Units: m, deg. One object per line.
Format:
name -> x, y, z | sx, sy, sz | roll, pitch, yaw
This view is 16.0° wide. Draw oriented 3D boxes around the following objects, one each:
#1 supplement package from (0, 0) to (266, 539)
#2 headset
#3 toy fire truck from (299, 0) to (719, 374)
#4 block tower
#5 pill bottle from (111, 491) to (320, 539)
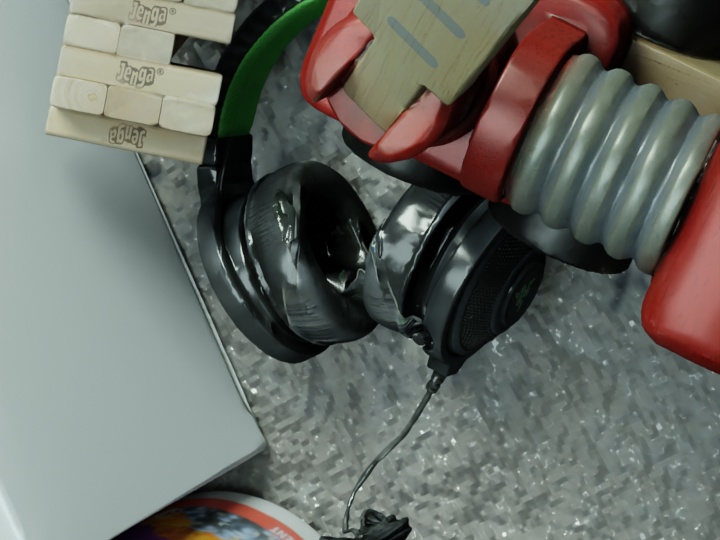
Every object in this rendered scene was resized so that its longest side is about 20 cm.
supplement package -> -0.147, 0.008, 0.880 | 0.111, 0.156, 0.200 | -23, 92, 29
headset -> 0.000, 0.000, 0.840 | 0.123, 0.094, 0.200 | 0, 97, 27
toy fire truck -> 0.065, -0.043, 0.654 | 0.176, 0.200, 0.129 | 28, 110, 9
block tower -> -0.055, -0.137, 0.821 | 0.058, 0.054, 0.200 | 11, 95, -6
pill bottle -> -0.085, 0.155, 0.861 | 0.111, 0.200, 0.112 | 7, 107, 25
